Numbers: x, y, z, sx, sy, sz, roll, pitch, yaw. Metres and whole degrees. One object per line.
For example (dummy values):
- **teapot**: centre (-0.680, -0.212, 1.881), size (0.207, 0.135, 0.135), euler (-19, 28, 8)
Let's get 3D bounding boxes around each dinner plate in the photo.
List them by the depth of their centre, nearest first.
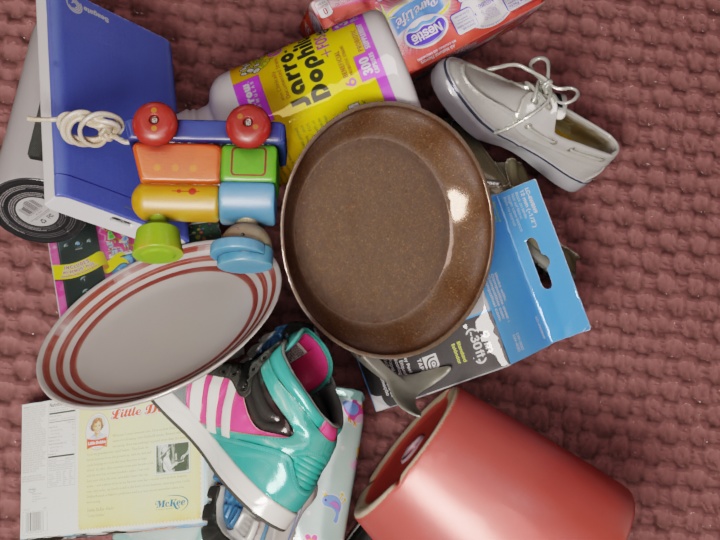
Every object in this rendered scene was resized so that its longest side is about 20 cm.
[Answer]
- **dinner plate**: centre (-0.149, 0.043, 0.990), size (0.199, 0.200, 0.024), euler (-29, 123, -9)

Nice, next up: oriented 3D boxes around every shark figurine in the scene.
- **shark figurine**: centre (-0.009, 0.021, 1.107), size (0.127, 0.089, 0.218), euler (-11, 88, 21)

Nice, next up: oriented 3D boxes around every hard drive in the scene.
- **hard drive**: centre (-0.204, -0.125, 1.076), size (0.131, 0.025, 0.202), euler (21, 51, -44)

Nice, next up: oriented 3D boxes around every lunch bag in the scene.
- **lunch bag**: centre (-0.104, 0.169, 1.127), size (0.197, 0.122, 0.173), euler (11, 84, -2)

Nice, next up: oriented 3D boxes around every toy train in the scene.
- **toy train**: centre (-0.155, -0.058, 0.983), size (0.197, 0.085, 0.117), euler (1, 71, -1)

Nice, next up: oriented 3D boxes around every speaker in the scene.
- **speaker**: centre (-0.255, -0.125, 1.104), size (0.080, 0.082, 0.202), euler (8, 51, -7)

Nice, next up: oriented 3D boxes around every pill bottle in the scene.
- **pill bottle**: centre (-0.055, -0.131, 1.086), size (0.198, 0.104, 0.105), euler (-23, 89, 3)

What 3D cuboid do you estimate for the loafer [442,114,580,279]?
- **loafer**: centre (0.133, -0.070, 1.203), size (0.200, 0.075, 0.070), euler (44, 85, -3)

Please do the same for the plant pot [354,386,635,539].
- **plant pot**: centre (0.104, 0.208, 1.114), size (0.177, 0.200, 0.201), euler (40, 81, -2)

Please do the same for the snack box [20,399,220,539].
- **snack box**: centre (-0.199, 0.159, 1.091), size (0.198, 0.037, 0.118), euler (-10, 74, 28)

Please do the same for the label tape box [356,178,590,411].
- **label tape box**: centre (0.082, 0.022, 1.152), size (0.198, 0.066, 0.145), euler (-21, 88, 22)

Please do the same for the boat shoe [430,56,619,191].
- **boat shoe**: centre (0.158, -0.144, 1.171), size (0.201, 0.086, 0.075), euler (31, 43, -28)

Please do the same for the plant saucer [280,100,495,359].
- **plant saucer**: centre (0.018, -0.032, 1.044), size (0.198, 0.037, 0.203), euler (0, 90, -30)

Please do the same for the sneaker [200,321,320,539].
- **sneaker**: centre (-0.064, 0.141, 1.050), size (0.086, 0.074, 0.202), euler (35, 63, -44)

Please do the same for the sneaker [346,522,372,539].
- **sneaker**: centre (0.004, 0.306, 1.135), size (0.072, 0.112, 0.202), euler (24, 82, -6)

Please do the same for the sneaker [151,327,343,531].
- **sneaker**: centre (-0.083, 0.084, 0.980), size (0.121, 0.084, 0.200), euler (-49, 57, 1)

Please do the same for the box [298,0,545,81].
- **box**: centre (0.053, -0.233, 1.194), size (0.198, 0.095, 0.101), euler (-29, 91, -9)

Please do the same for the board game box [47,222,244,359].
- **board game box**: centre (-0.190, -0.010, 1.114), size (0.146, 0.065, 0.202), euler (-12, 57, -9)
